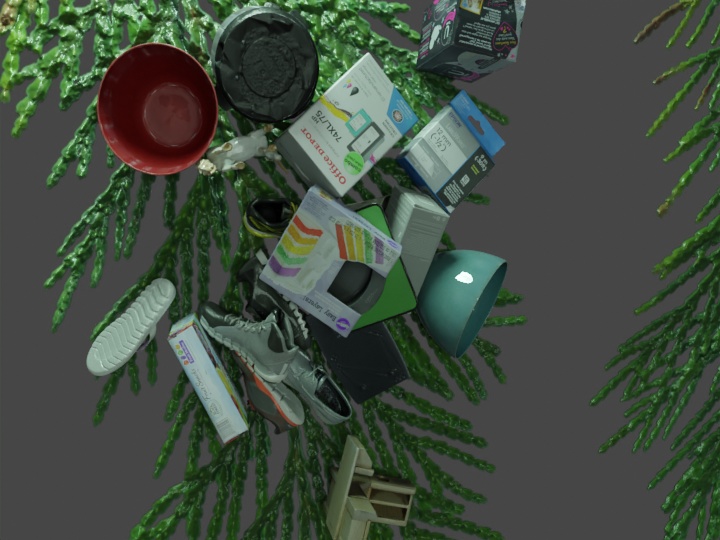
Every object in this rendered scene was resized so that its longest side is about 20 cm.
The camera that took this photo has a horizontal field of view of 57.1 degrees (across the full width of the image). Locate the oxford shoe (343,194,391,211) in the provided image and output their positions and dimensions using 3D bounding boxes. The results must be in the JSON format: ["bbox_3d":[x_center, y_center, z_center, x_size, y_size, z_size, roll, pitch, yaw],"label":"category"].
[{"bbox_3d":[0.007,-0.095,1.246,0.195,0.058,0.077,-21,101,-11],"label":"oxford shoe"}]

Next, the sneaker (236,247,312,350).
[{"bbox_3d":[-0.162,0.066,1.211,0.089,0.066,0.204,-30,97,-7],"label":"sneaker"}]

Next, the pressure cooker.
[{"bbox_3d":[-0.163,-0.350,1.107,0.170,0.200,0.184,-3,112,-16],"label":"pressure cooker"}]

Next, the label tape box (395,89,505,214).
[{"bbox_3d":[0.185,-0.232,1.278,0.200,0.066,0.144,-45,103,-6],"label":"label tape box"}]

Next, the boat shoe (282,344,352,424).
[{"bbox_3d":[-0.085,0.203,1.225,0.202,0.071,0.070,51,50,-17],"label":"boat shoe"}]

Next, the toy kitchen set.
[{"bbox_3d":[0.042,0.406,1.217,0.175,0.200,0.169,14,91,-15],"label":"toy kitchen set"}]

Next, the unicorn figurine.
[{"bbox_3d":[-0.190,-0.202,1.120,0.195,0.136,0.077,-9,96,-28],"label":"unicorn figurine"}]

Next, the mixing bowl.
[{"bbox_3d":[-0.325,-0.263,1.108,0.193,0.108,0.207,0,98,-2],"label":"mixing bowl"}]

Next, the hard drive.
[{"bbox_3d":[-0.003,0.138,1.247,0.132,0.042,0.203,-28,103,12],"label":"hard drive"}]

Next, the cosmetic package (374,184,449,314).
[{"bbox_3d":[0.076,-0.036,1.208,0.088,0.107,0.205,14,109,-26],"label":"cosmetic package"}]

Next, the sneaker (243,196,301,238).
[{"bbox_3d":[-0.114,-0.085,1.181,0.193,0.085,0.077,5,76,-5],"label":"sneaker"}]

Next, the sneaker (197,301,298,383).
[{"bbox_3d":[-0.186,0.093,1.156,0.198,0.075,0.117,38,116,3],"label":"sneaker"}]

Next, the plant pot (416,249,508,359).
[{"bbox_3d":[0.173,0.043,1.249,0.133,0.200,0.204,29,86,20],"label":"plant pot"}]

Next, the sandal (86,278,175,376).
[{"bbox_3d":[-0.390,0.107,1.156,0.203,0.082,0.050,-48,147,-8],"label":"sandal"}]

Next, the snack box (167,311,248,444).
[{"bbox_3d":[-0.262,0.182,1.150,0.052,0.142,0.204,-27,101,-9],"label":"snack box"}]

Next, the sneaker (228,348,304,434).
[{"bbox_3d":[-0.189,0.219,1.210,0.081,0.077,0.202,-37,91,16],"label":"sneaker"}]

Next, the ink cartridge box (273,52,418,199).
[{"bbox_3d":[-0.029,-0.244,1.172,0.200,0.146,0.147,-45,103,-12],"label":"ink cartridge box"}]

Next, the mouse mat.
[{"bbox_3d":[0.000,0.000,1.164,0.157,0.008,0.205,-19,101,17],"label":"mouse mat"}]

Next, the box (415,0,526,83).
[{"bbox_3d":[0.194,-0.423,1.196,0.128,0.200,0.119,9,94,-15],"label":"box"}]

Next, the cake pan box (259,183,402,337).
[{"bbox_3d":[-0.049,-0.012,1.135,0.198,0.052,0.186,35,109,-4],"label":"cake pan box"}]
